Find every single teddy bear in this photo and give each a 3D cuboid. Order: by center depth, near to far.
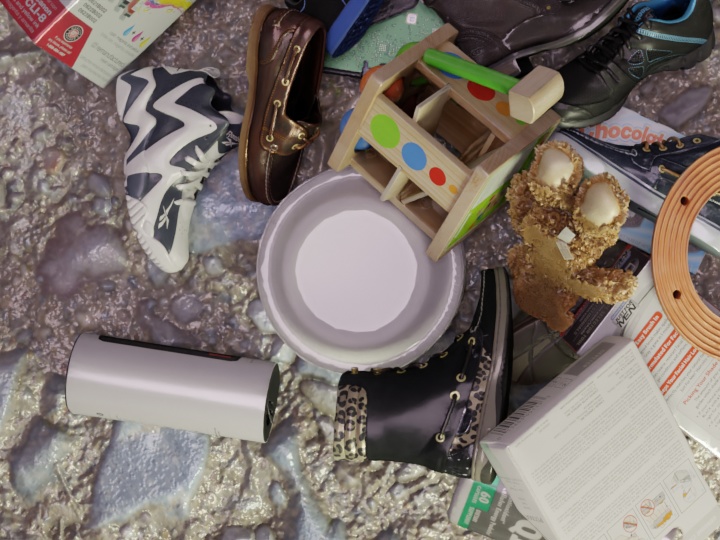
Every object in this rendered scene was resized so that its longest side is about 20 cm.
[{"bbox_3d":[0.186,-0.034,1.459,0.145,0.200,0.067,23,52,31],"label":"teddy bear"}]

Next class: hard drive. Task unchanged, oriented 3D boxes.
[{"bbox_3d":[0.034,-0.281,1.584,0.139,0.038,0.201,8,92,6],"label":"hard drive"}]

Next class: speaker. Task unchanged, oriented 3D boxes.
[{"bbox_3d":[-0.180,0.114,1.597,0.199,0.081,0.082,8,92,7],"label":"speaker"}]

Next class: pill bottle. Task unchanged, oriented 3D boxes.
[{"bbox_3d":[0.191,0.215,1.535,0.199,0.113,0.114,20,94,6],"label":"pill bottle"}]

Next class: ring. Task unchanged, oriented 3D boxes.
[{"bbox_3d":[0.348,-0.017,1.480,0.200,0.019,0.201,-1,94,-18],"label":"ring"}]

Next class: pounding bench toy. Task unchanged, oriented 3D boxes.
[{"bbox_3d":[0.081,-0.145,1.470,0.156,0.124,0.200,42,139,11],"label":"pounding bench toy"}]

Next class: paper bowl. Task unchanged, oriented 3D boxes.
[{"bbox_3d":[0.000,0.000,1.564,0.200,0.104,0.202,0,92,5],"label":"paper bowl"}]

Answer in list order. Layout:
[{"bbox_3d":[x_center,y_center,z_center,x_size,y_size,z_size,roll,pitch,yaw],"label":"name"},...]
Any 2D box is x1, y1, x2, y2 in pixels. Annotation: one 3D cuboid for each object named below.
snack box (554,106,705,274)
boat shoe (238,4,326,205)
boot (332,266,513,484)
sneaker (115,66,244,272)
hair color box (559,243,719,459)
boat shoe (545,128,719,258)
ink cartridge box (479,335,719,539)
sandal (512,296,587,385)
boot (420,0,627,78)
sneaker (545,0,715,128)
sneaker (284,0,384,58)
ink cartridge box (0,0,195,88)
[{"bbox_3d":[0.250,-0.090,1.565,0.199,0.037,0.117,25,93,5],"label":"snack box"},{"bbox_3d":[-0.071,-0.148,1.550,0.070,0.070,0.201,18,123,22],"label":"boat shoe"},{"bbox_3d":[0.059,0.087,1.488,0.153,0.074,0.204,3,67,10],"label":"boot"},{"bbox_3d":[-0.156,-0.105,1.588,0.129,0.079,0.200,-10,80,15],"label":"sneaker"},{"bbox_3d":[0.297,0.080,1.523,0.200,0.064,0.111,36,95,-17],"label":"hair color box"},{"bbox_3d":[0.273,-0.097,1.514,0.200,0.071,0.091,30,87,0],"label":"boat shoe"},{"bbox_3d":[0.217,0.184,1.450,0.161,0.050,0.200,-37,108,-22],"label":"ink cartridge box"},{"bbox_3d":[0.218,0.046,1.563,0.199,0.055,0.082,-27,107,3],"label":"sandal"},{"bbox_3d":[0.137,-0.274,1.517,0.200,0.069,0.175,-30,89,13],"label":"boot"},{"bbox_3d":[0.239,-0.204,1.515,0.200,0.082,0.073,-33,53,-16],"label":"sneaker"},{"bbox_3d":[0.003,-0.290,1.509,0.078,0.070,0.200,44,120,9],"label":"sneaker"},{"bbox_3d":[-0.239,-0.305,1.544,0.200,0.145,0.145,-43,69,6],"label":"ink cartridge box"}]
